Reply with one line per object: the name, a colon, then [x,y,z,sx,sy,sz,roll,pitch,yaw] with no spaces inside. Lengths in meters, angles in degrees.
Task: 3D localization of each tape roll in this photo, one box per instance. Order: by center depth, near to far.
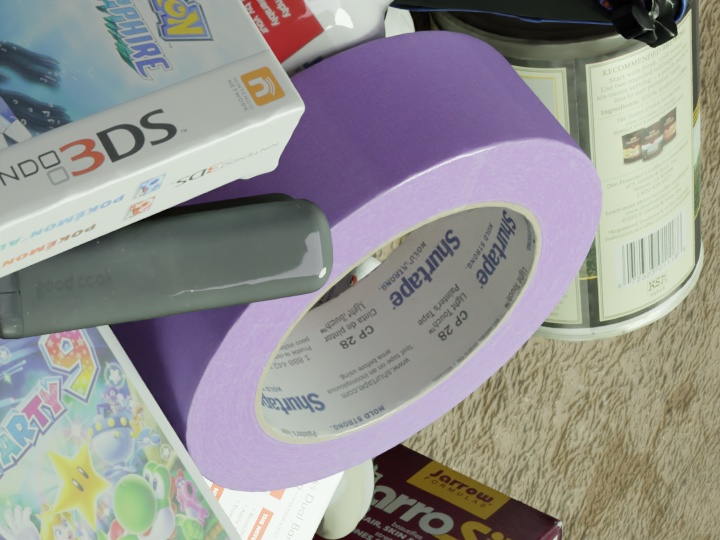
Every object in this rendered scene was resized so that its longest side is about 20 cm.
tape roll: [0.000,0.000,0.785,0.199,0.066,0.201,-29,152,-17]

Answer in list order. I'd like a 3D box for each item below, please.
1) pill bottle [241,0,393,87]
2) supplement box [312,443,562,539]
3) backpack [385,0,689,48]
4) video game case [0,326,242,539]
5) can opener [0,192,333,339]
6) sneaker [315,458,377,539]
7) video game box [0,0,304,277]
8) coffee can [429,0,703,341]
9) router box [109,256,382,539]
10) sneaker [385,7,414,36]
pill bottle: [-0.063,-0.095,0.757,0.199,0.113,0.112,-37,144,1]
supplement box: [0.007,0.203,1.088,0.200,0.130,0.104,-33,134,-44]
backpack: [0.059,-0.210,0.816,0.135,0.181,0.201,-59,142,-32]
video game case: [-0.105,0.101,0.681,0.201,0.018,0.143,60,41,-16]
can opener: [-0.109,-0.014,0.631,0.198,0.053,0.068,-9,99,-18]
sneaker: [-0.055,0.074,0.987,0.093,0.070,0.201,-36,134,-27]
video game box: [-0.142,-0.092,0.606,0.181,0.201,0.047,-24,166,-33]
coffee can: [0.115,-0.084,1.064,0.146,0.146,0.201,-43,141,-34]
router box: [-0.085,0.056,0.875,0.179,0.049,0.201,33,80,-33]
sneaker: [-0.016,-0.110,0.941,0.200,0.074,0.088,50,55,-62]
